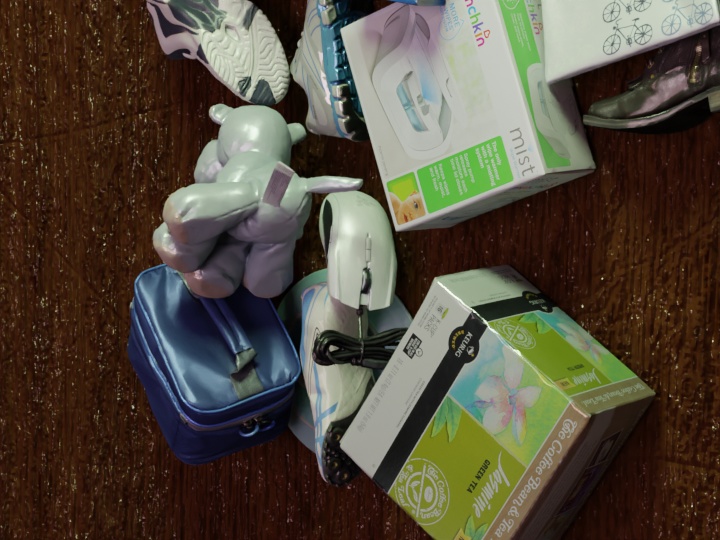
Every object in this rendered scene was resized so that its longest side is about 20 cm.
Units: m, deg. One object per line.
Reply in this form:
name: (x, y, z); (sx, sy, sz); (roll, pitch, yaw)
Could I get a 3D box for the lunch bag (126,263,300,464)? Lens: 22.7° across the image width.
lunch bag: (-0.145, 0.086, 1.777); (0.201, 0.135, 0.133); (59, 157, 27)

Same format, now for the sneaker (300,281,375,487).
sneaker: (-0.025, 0.110, 1.749); (0.072, 0.071, 0.202); (10, 104, 57)

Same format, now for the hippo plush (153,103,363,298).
hippo plush: (-0.122, -0.088, 1.716); (0.200, 0.158, 0.162); (-56, 36, 40)

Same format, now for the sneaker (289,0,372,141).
sneaker: (-0.037, -0.225, 1.743); (0.086, 0.075, 0.202); (1, 96, 42)

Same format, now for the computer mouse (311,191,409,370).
computer mouse: (0.000, 0.000, 1.698); (0.044, 0.109, 0.201); (123, 146, -54)

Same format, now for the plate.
plate: (-0.022, 0.098, 1.797); (0.199, 0.025, 0.202); (6, 100, 35)

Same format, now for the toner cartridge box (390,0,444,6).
toner cartridge box: (0.037, -0.339, 1.571); (0.094, 0.043, 0.202); (17, 107, 37)

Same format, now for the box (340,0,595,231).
box: (0.099, -0.157, 1.635); (0.176, 0.096, 0.202); (-19, 83, 38)

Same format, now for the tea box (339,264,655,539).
tea box: (0.123, 0.136, 1.627); (0.197, 0.133, 0.201); (41, 117, 25)

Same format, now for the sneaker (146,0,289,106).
sneaker: (-0.148, -0.236, 1.814); (0.199, 0.130, 0.080); (40, 82, 2)

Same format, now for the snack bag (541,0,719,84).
snack bag: (0.224, -0.276, 1.530); (0.188, 0.021, 0.202); (-15, 71, 43)

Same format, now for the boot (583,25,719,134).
boot: (0.273, -0.212, 1.527); (0.199, 0.069, 0.176); (-11, 84, 33)
